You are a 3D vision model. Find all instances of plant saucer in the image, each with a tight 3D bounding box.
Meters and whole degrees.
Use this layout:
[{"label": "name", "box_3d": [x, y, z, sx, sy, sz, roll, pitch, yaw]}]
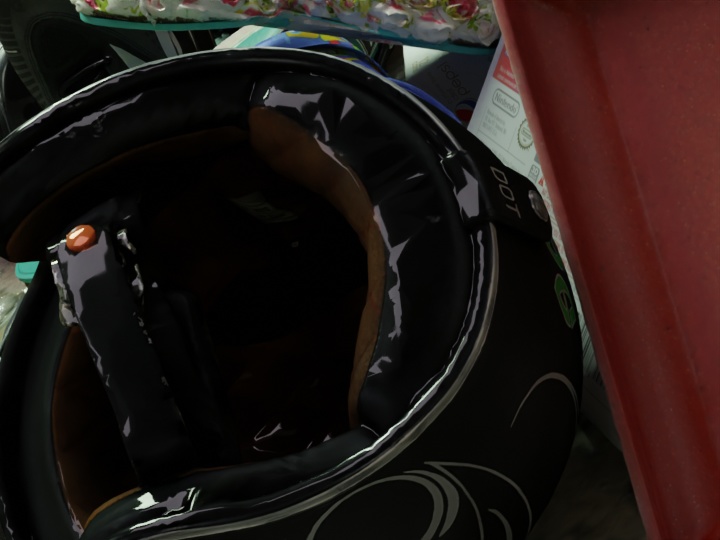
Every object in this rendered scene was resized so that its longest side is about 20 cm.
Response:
[{"label": "plant saucer", "box_3d": [0.150, -0.032, 0.560, 0.199, 0.200, 0.037, -23, -15, 32]}]

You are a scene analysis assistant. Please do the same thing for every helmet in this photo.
[{"label": "helmet", "box_3d": [-0.030, 0.036, 0.634, 0.200, 0.191, 0.200, -2, 68, 5]}]

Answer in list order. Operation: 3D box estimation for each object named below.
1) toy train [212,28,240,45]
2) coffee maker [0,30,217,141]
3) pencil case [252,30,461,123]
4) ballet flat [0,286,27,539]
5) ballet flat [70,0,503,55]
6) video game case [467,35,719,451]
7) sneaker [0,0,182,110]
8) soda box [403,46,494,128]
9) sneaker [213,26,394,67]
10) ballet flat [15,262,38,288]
[{"label": "toy train", "box_3d": [-0.056, -0.177, 1.173, 0.114, 0.085, 0.200, -32, 21, -13]}, {"label": "coffee maker", "box_3d": [-0.162, -0.112, 1.138, 0.192, 0.135, 0.200, -50, 27, -23]}, {"label": "pencil case", "box_3d": [-0.009, -0.050, 0.804, 0.087, 0.078, 0.200, -12, 14, -8]}, {"label": "ballet flat", "box_3d": [-0.142, 0.048, 0.904, 0.073, 0.073, 0.200, -25, 26, 28]}, {"label": "ballet flat", "box_3d": [-0.025, -0.130, 0.824, 0.200, 0.064, 0.076, 5, 24, 13]}, {"label": "video game case", "box_3d": [0.091, -0.055, 0.703, 0.200, 0.023, 0.183, -131, 58, -64]}, {"label": "sneaker", "box_3d": [-0.097, -0.059, 0.900, 0.066, 0.200, 0.091, -29, 39, 8]}, {"label": "soda box", "box_3d": [0.061, -0.123, 0.929, 0.068, 0.064, 0.200, -32, 25, 16]}, {"label": "sneaker", "box_3d": [-0.001, -0.133, 1.034, 0.200, 0.071, 0.080, -48, 28, -5]}, {"label": "ballet flat", "box_3d": [-0.077, 0.001, 0.816, 0.067, 0.067, 0.200, -58, 23, -18]}]
